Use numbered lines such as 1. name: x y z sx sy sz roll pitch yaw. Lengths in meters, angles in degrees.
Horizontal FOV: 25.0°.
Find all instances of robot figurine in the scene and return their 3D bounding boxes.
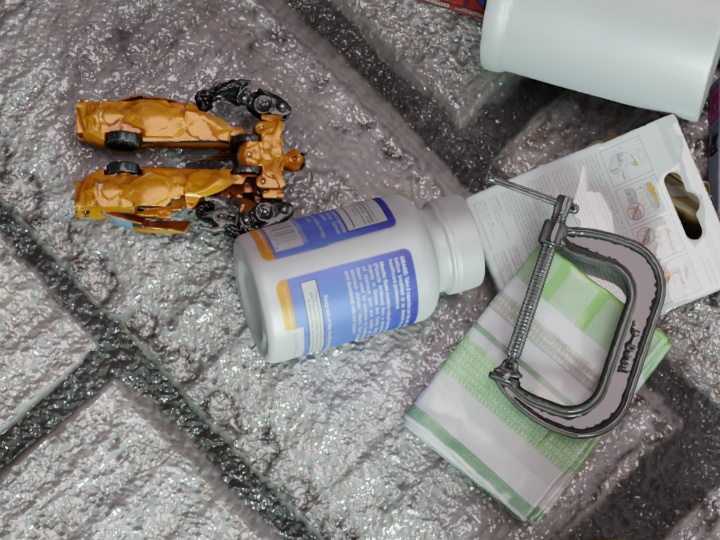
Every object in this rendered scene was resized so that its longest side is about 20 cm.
1. robot figurine: -0.147 -0.094 1.406 0.198 0.058 0.147 1 74 -9

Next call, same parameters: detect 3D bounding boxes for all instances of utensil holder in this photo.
1. utensil holder: 0.224 -0.235 1.427 0.198 0.170 0.171 17 71 11

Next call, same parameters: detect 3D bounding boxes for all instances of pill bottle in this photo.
1. pill bottle: 0.000 0.000 1.376 0.198 0.112 0.113 -15 77 -14

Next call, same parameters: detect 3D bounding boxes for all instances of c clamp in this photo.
1. c clamp: 0.165 0.034 1.362 0.169 0.027 0.202 13 82 7

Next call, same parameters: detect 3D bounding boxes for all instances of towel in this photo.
1. towel: 0.148 0.095 1.375 0.149 0.031 0.201 38 91 12

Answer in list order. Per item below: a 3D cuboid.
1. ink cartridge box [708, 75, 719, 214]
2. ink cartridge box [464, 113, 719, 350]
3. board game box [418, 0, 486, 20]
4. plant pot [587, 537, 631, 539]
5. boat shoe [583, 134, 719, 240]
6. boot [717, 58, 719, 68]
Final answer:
1. ink cartridge box: 0.382 -0.077 1.501 0.118 0.042 0.202 7 70 -6
2. ink cartridge box: 0.210 -0.022 1.417 0.198 0.057 0.164 -21 78 3
3. board game box: 0.095 -0.342 1.538 0.102 0.019 0.202 15 72 -4
4. plant pot: 0.216 0.332 1.272 0.195 0.200 0.194 -42 84 -19
5. boat shoe: 0.280 -0.059 1.447 0.199 0.074 0.066 36 59 15
6. boot: 0.338 -0.311 1.548 0.174 0.066 0.201 30 70 -1
